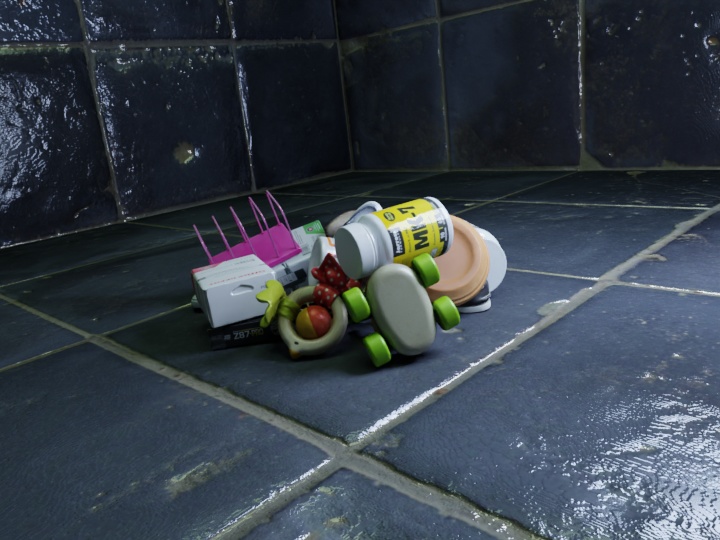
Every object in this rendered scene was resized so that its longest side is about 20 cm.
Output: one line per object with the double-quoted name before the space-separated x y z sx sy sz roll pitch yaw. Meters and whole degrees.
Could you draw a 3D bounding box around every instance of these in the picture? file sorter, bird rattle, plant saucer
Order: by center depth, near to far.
"bird rattle" -0.087 0.075 1.129 0.198 0.165 0.113 -16 -23 -12
"plant saucer" 0.159 -0.027 1.214 0.197 0.202 0.038 -7 -22 -4
"file sorter" -0.262 -0.077 1.405 0.198 0.126 0.139 -28 37 -11

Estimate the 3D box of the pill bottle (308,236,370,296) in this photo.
"pill bottle" 0.000 0.000 1.263 0.198 0.116 0.114 8 11 -17

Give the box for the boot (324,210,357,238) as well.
"boot" 0.036 -0.099 1.429 0.198 0.071 0.146 -18 23 -32

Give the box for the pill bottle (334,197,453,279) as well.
"pill bottle" 0.060 -0.057 1.117 0.198 0.116 0.114 -19 19 -28

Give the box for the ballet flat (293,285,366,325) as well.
"ballet flat" -0.049 0.067 1.195 0.198 0.057 0.067 -21 23 18

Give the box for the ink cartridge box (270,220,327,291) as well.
"ink cartridge box" -0.164 -0.021 1.468 0.198 0.084 0.147 -21 37 -5

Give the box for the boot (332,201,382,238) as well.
"boot" -0.023 -0.066 1.344 0.072 0.201 0.090 36 6 8

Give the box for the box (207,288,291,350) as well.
"box" -0.220 0.096 1.275 0.159 0.050 0.200 -11 16 -1

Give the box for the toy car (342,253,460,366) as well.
"toy car" 0.059 0.068 1.103 0.163 0.159 0.200 -25 2 -8

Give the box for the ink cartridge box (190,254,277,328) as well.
"ink cartridge box" -0.257 0.038 1.254 0.145 0.084 0.200 -15 16 -19

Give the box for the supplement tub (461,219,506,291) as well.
"supplement tub" 0.228 -0.030 1.362 0.143 0.147 0.200 -9 15 -8

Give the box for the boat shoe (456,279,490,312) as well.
"boat shoe" 0.163 0.053 1.243 0.197 0.061 0.074 -5 20 9

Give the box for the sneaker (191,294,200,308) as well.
"sneaker" -0.366 0.036 1.509 0.072 0.072 0.200 -5 15 6

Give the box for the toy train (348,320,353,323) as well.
"toy train" -0.038 0.069 1.320 0.056 0.042 0.200 -19 16 -5
